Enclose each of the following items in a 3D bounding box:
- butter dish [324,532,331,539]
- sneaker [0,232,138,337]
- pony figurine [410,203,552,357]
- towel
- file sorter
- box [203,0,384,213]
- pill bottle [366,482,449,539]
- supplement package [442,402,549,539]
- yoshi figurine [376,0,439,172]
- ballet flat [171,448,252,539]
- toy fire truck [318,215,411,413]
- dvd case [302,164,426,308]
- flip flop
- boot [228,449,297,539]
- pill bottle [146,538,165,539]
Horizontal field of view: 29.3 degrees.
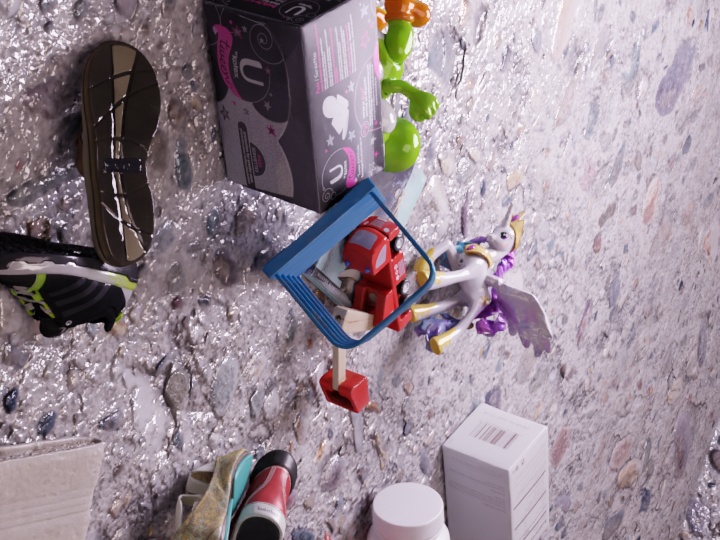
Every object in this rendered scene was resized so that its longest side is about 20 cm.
[{"bbox_3d":[-0.073,0.456,1.658,0.200,0.147,0.200,-101,-179,-54],"label":"butter dish"},{"bbox_3d":[-0.263,0.021,1.195,0.200,0.071,0.083,12,97,-59],"label":"sneaker"},{"bbox_3d":[0.155,0.029,1.816,0.200,0.166,0.194,-29,122,-29],"label":"pony figurine"},{"bbox_3d":[-0.317,0.224,1.249,0.200,0.034,0.133,0,106,-59],"label":"towel"},{"bbox_3d":[0.000,0.000,1.436,0.139,0.123,0.200,-41,176,2],"label":"file sorter"},{"bbox_3d":[-0.064,-0.180,1.355,0.115,0.132,0.201,-37,135,-41],"label":"box"},{"bbox_3d":[0.065,0.396,1.862,0.113,0.113,0.201,-35,133,-45],"label":"pill bottle"},{"bbox_3d":[0.203,0.320,2.042,0.117,0.117,0.201,-41,137,-41],"label":"supplement package"},{"bbox_3d":[0.028,-0.191,1.492,0.112,0.111,0.201,127,-28,-75],"label":"yoshi figurine"},{"bbox_3d":[-0.160,0.243,1.463,0.200,0.070,0.071,-78,171,-67],"label":"ballet flat"},{"bbox_3d":[0.002,0.052,1.616,0.141,0.049,0.201,-44,139,-37],"label":"toy fire truck"},{"bbox_3d":[0.007,-0.057,1.635,0.201,0.022,0.146,-63,148,-12],"label":"dvd case"},{"bbox_3d":[-0.220,-0.102,1.208,0.081,0.057,0.201,0,87,-47],"label":"flip flop"},{"bbox_3d":[-0.125,0.303,1.561,0.144,0.072,0.201,-77,-168,-61],"label":"boot"},{"bbox_3d":[-0.158,0.361,1.406,0.116,0.199,0.116,-33,132,-46],"label":"pill bottle"}]
